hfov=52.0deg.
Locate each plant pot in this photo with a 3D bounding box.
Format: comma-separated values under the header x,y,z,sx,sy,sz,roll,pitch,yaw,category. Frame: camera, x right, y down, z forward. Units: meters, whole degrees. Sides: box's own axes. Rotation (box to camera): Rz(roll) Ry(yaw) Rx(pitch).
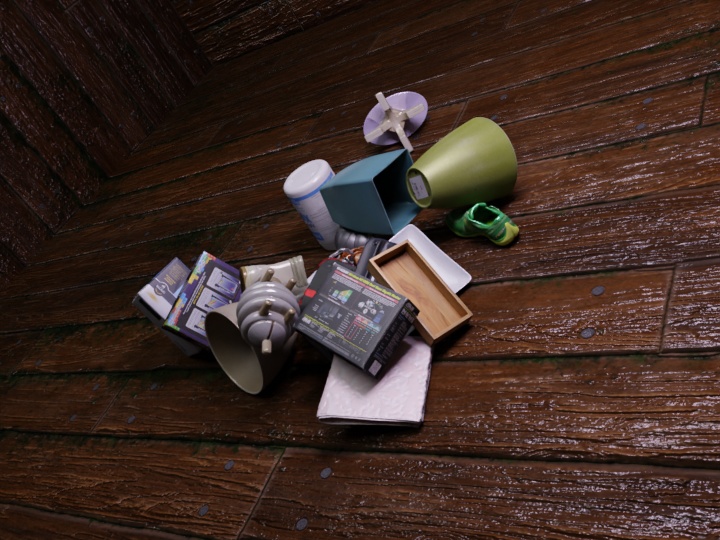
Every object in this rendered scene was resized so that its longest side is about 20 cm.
x,y,z,sx,sy,sz,roll,pitch,yaw,category
0.204,-0.211,1.603,0.199,0.188,0.187,-26,26,-25,plant pot
0.017,-0.171,1.658,0.199,0.142,0.141,1,34,44,plant pot

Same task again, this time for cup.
x,y,z,sx,sy,sz,roll,pitch,yaw,category
-0.219,0.143,1.586,0.143,0.201,0.200,-31,25,-34,cup

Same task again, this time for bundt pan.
x,y,z,sx,sy,sz,roll,pitch,yaw,category
0.027,-0.088,1.723,0.201,0.076,0.202,-16,30,9,bundt pan

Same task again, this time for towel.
x,y,z,sx,sy,sz,roll,pitch,yaw,category
0.032,0.198,1.346,0.190,0.032,0.201,1,42,15,towel

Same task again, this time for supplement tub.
x,y,z,sx,sy,sz,roll,pitch,yaw,category
-0.092,-0.165,1.859,0.131,0.200,0.132,-24,31,16,supplement tub

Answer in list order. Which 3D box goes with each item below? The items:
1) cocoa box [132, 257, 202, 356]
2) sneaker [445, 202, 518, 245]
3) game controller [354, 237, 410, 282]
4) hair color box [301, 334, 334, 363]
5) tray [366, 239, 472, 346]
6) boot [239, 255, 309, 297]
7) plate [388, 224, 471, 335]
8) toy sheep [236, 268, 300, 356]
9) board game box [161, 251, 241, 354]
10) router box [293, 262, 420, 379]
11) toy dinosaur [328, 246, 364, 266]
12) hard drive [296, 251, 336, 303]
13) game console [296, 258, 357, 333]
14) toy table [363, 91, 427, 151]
x,y,z,sx,sy,sz,roll,pitch,yaw,category
-0.432,0.091,1.795,0.131,0.200,0.133,-49,10,-25,cocoa box
0.254,-0.113,1.572,0.074,0.084,0.200,-45,32,-18,sneaker
0.031,0.030,1.465,0.104,0.042,0.201,20,71,5,game controller
-0.064,0.120,1.568,0.100,0.061,0.200,-37,31,-12,hair color box
0.111,0.040,1.405,0.098,0.037,0.200,-29,66,-26,tray
-0.191,0.065,1.695,0.154,0.201,0.072,-14,35,-17,boot
0.095,0.025,1.523,0.200,0.032,0.200,-40,58,-10,plate
-0.179,0.086,1.434,0.137,0.138,0.200,-23,34,18,toy sheep
-0.345,0.082,1.731,0.057,0.165,0.201,-23,39,61,board game box
-0.010,0.090,1.367,0.200,0.062,0.150,26,78,41,router box
0.000,0.000,1.596,0.199,0.136,0.102,-21,29,6,toy dinosaur
-0.071,0.024,1.745,0.200,0.027,0.132,-45,33,-17,hard drive
-0.024,0.074,1.489,0.199,0.031,0.178,19,71,21,game console
0.098,-0.426,2.085,0.200,0.184,0.117,-40,13,13,toy table
